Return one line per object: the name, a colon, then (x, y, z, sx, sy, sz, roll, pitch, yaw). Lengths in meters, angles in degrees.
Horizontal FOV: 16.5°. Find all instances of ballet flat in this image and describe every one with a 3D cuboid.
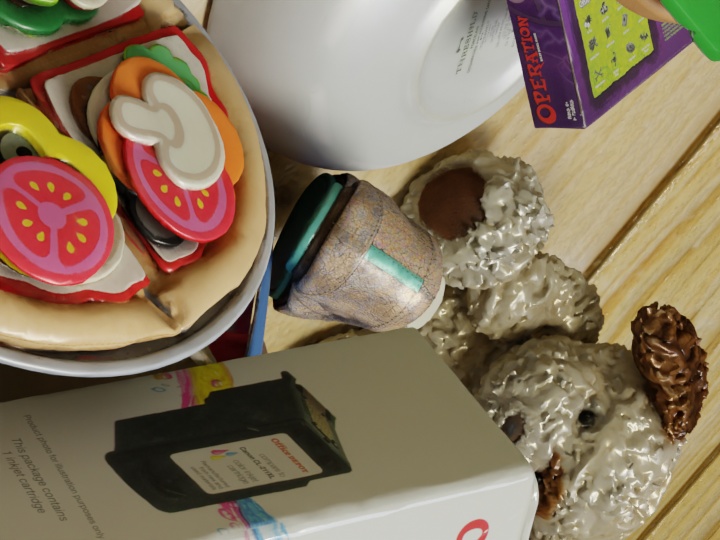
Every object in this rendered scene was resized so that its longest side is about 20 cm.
ballet flat: (0.000, 0.000, 1.029, 0.068, 0.067, 0.200, -60, -175, 2)

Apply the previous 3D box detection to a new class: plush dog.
plush dog: (0.078, 0.064, 1.208, 0.200, 0.172, 0.160, -53, 152, 15)

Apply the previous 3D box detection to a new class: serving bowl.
serving bowl: (0.035, -0.115, 1.018, 0.200, 0.066, 0.201, -34, 152, -22)

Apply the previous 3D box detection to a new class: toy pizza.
toy pizza: (-0.106, -0.058, 0.755, 0.200, 0.201, 0.032, -12, 154, -47)

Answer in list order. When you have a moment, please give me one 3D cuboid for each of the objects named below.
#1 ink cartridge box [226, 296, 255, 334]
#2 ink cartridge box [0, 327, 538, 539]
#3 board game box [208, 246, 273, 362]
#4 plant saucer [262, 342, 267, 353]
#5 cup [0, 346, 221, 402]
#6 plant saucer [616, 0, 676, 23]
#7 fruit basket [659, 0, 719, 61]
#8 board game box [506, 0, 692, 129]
ink cartridge box: (-0.099, 0.073, 1.027, 0.094, 0.037, 0.201, -10, 121, -42)
ink cartridge box: (-0.059, 0.112, 0.784, 0.199, 0.083, 0.146, -10, 129, -29)
board game box: (-0.066, 0.077, 0.949, 0.200, 0.039, 0.159, -83, -179, -62)
plant saucer: (-0.118, 0.098, 1.111, 0.200, 0.037, 0.201, -28, 150, -18)
cup: (-0.154, 0.027, 0.840, 0.199, 0.144, 0.201, -14, 141, -11)
plant saucer: (0.109, -0.193, 0.940, 0.200, 0.037, 0.202, -2, 93, -55)
fruit basket: (0.140, -0.187, 0.874, 0.185, 0.093, 0.201, 40, 56, -49)
board game box: (0.115, -0.149, 1.002, 0.200, 0.032, 0.121, -38, 125, -47)
